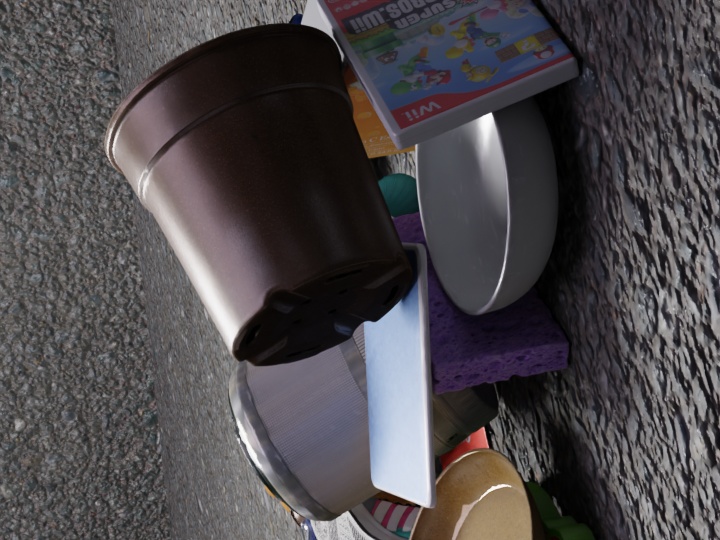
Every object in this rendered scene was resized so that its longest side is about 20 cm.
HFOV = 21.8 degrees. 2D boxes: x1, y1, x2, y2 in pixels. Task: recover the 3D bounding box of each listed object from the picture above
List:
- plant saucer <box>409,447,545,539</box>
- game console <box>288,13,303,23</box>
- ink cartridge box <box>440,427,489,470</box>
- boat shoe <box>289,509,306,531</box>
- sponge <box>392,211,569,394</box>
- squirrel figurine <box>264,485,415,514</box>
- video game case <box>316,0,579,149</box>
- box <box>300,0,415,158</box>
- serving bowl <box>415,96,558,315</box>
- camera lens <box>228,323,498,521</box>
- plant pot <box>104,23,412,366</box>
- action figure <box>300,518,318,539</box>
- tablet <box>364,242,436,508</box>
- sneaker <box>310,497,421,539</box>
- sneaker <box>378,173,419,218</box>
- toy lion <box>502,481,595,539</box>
[{"bbox_3d":[0.096,0.245,1.503,0.200,0.035,0.201,-43,39,49],"label":"plant saucer"},{"bbox_3d":[-0.091,-0.142,1.877,0.170,0.118,0.201,3,74,57],"label":"game console"},{"bbox_3d":[0.064,0.109,1.756,0.163,0.057,0.201,133,130,-72],"label":"ink cartridge box"},{"bbox_3d":[-0.019,0.194,1.795,0.075,0.075,0.202,46,128,10],"label":"boat shoe"},{"bbox_3d":[0.079,0.018,1.506,0.200,0.111,0.030,-118,21,-50],"label":"sponge"},{"bbox_3d":[0.001,0.269,1.935,0.200,0.141,0.187,120,132,-72],"label":"squirrel figurine"},{"bbox_3d":[0.060,-0.176,1.394,0.200,0.142,0.017,-117,5,-48],"label":"video game case"},{"bbox_3d":[0.020,-0.180,1.580,0.200,0.124,0.098,112,145,-65],"label":"box"},{"bbox_3d":[0.104,-0.068,1.434,0.200,0.065,0.201,173,90,-72],"label":"serving bowl"},{"bbox_3d":[-0.002,0.109,1.612,0.160,0.200,0.160,54,-168,-18],"label":"camera lens"},{"bbox_3d":[-0.066,-0.049,1.420,0.199,0.199,0.200,63,160,22],"label":"plant pot"},{"bbox_3d":[0.022,0.323,1.762,0.105,0.192,0.201,96,159,-48],"label":"action figure"},{"bbox_3d":[0.031,0.078,1.464,0.130,0.014,0.201,-175,81,-70],"label":"tablet"},{"bbox_3d":[0.051,0.238,1.709,0.200,0.120,0.084,27,121,47],"label":"sneaker"},{"bbox_3d":[0.000,0.000,1.713,0.201,0.071,0.080,-59,2,-1],"label":"sneaker"},{"bbox_3d":[0.150,0.259,1.514,0.192,0.068,0.201,114,145,-53],"label":"toy lion"}]
